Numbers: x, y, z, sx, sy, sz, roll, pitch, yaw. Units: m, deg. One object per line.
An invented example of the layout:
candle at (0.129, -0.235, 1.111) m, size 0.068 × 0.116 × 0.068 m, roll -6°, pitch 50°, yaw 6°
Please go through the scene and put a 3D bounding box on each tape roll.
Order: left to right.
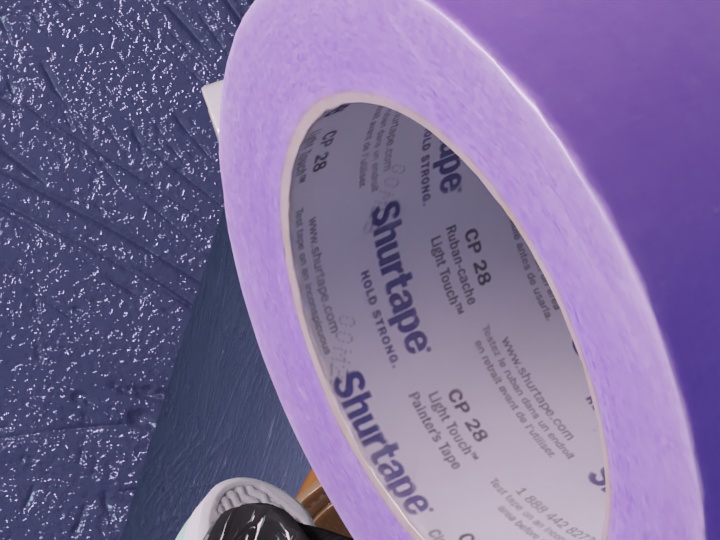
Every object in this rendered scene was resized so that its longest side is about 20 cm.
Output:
tape roll at (0.051, 0.006, 0.595) m, size 0.200 × 0.085 × 0.200 m, roll 42°, pitch 144°, yaw 40°

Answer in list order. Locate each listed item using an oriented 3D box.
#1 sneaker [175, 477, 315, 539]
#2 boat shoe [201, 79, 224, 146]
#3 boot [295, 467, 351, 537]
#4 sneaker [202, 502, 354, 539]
sneaker at (-0.069, 0.186, 0.905) m, size 0.201 × 0.074 × 0.118 m, roll -73°, pitch 9°, yaw -51°
boat shoe at (0.007, 0.012, 0.824) m, size 0.074 × 0.060 × 0.200 m, roll -111°, pitch -1°, yaw -65°
boot at (0.016, 0.065, 1.137) m, size 0.200 × 0.074 × 0.155 m, roll -56°, pitch 16°, yaw 18°
sneaker at (0.008, 0.126, 0.771) m, size 0.200 × 0.079 × 0.076 m, roll 8°, pitch 80°, yaw 57°
